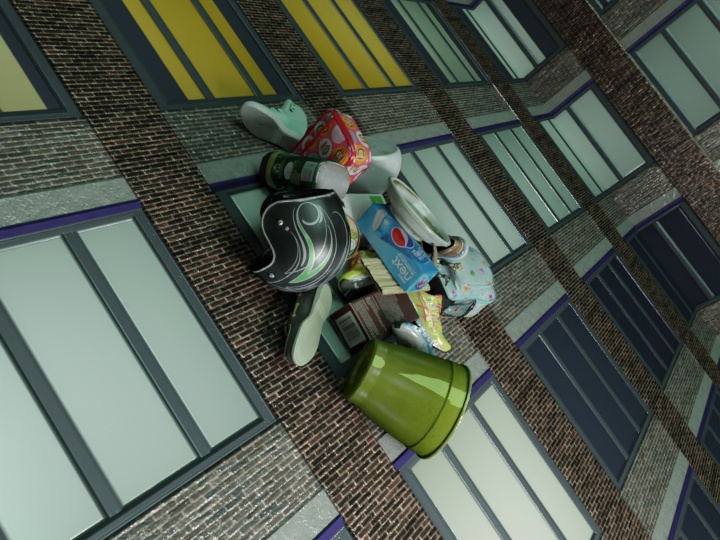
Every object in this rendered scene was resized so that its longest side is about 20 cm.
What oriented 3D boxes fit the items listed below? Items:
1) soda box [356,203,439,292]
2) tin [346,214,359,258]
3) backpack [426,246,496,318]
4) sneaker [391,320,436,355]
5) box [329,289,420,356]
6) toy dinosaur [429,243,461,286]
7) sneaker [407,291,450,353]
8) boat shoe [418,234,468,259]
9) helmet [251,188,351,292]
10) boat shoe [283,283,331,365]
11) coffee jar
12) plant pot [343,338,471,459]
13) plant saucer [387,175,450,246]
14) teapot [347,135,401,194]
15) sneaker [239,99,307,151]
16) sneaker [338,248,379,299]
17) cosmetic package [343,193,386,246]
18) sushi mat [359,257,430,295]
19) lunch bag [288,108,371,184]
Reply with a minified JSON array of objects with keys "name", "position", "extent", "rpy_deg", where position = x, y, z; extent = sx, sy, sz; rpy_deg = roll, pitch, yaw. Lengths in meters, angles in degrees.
[{"name":"soda box","position":[0.079,-0.052,1.424],"extent":[0.064,0.068,0.200],"rpy_deg":[-7,55,-52]},{"name":"tin","position":[-0.098,-0.088,1.384],"extent":[0.200,0.112,0.042],"rpy_deg":[23,1,-12]},{"name":"backpack","position":[0.243,0.026,1.629],"extent":[0.200,0.153,0.176],"rpy_deg":[12,43,-45]},{"name":"sneaker","position":[0.112,0.187,1.369],"extent":[0.087,0.075,0.200],"rpy_deg":[-54,132,-27]},{"name":"box","position":[0.033,0.098,1.403],"extent":[0.200,0.075,0.100],"rpy_deg":[-21,80,-51]},{"name":"toy dinosaur","position":[0.173,-0.009,1.486],"extent":[0.088,0.200,0.048],"rpy_deg":[26,75,-2]},{"name":"sneaker","position":[0.159,0.096,1.509],"extent":[0.200,0.090,0.078],"rpy_deg":[58,-2,9]},{"name":"boat shoe","position":[0.151,-0.065,1.549],"extent":[0.072,0.200,0.072],"rpy_deg":[28,64,-57]},{"name":"helmet","position":[-0.117,-0.055,1.270],"extent":[0.200,0.200,0.191],"rpy_deg":[-25,114,-53]},{"name":"boat shoe","position":[-0.111,0.105,1.262],"extent":[0.201,0.060,0.072],"rpy_deg":[-68,148,-48]},{"name":"coffee jar","position":[-0.125,-0.203,1.407],"extent":[0.104,0.200,0.085],"rpy_deg":[8,97,-47]},{"name":"plant pot","position":[0.079,0.229,1.262],"extent":[0.193,0.200,0.201],"rpy_deg":[29,40,-10]},{"name":"plant saucer","position":[0.117,-0.119,1.445],"extent":[0.200,0.050,0.200],"rpy_deg":[44,17,-17]},{"name":"teapot","position":[0.007,-0.241,1.617],"extent":[0.200,0.146,0.197],"rpy_deg":[1,28,-9]},{"name":"sneaker","position":[-0.204,-0.367,1.552],"extent":[0.200,0.074,0.118],"rpy_deg":[27,48,-43]},{"name":"sneaker","position":[0.000,0.000,1.452],"extent":[0.090,0.078,0.200],"rpy_deg":[50,29,11]},{"name":"cosmetic package","position":[-0.019,-0.115,1.526],"extent":[0.200,0.085,0.108],"rpy_deg":[-8,69,-50]},{"name":"sushi mat","position":[0.079,0.009,1.432],"extent":[0.200,0.012,0.096],"rpy_deg":[-3,53,-54]},{"name":"lunch bag","position":[-0.079,-0.263,1.492],"extent":[0.082,0.200,0.176],"rpy_deg":[2,55,-48]}]
